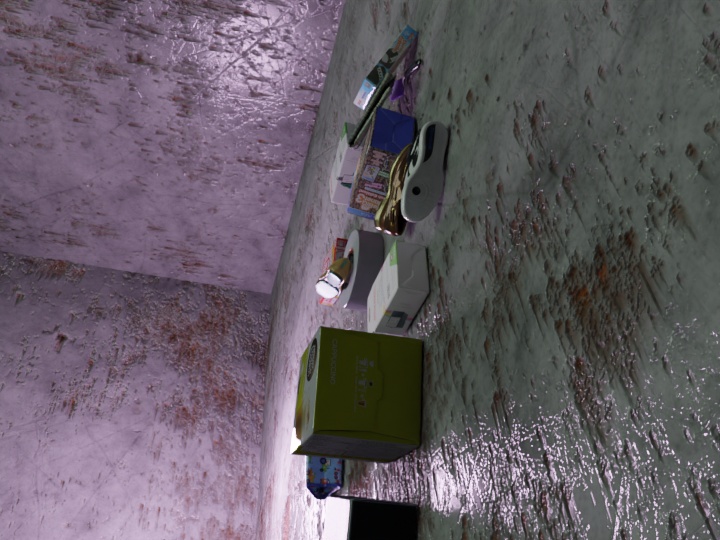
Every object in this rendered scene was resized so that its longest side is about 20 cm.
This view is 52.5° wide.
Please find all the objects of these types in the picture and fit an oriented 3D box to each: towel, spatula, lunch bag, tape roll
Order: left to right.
[{"bbox_3d":[-0.099,0.502,1.892,0.200,0.093,0.151,103,169,-63],"label":"lunch bag"},{"bbox_3d":[0.000,0.000,1.836,0.200,0.066,0.202,-171,90,-78],"label":"tape roll"},{"bbox_3d":[0.033,-0.381,1.778,0.201,0.034,0.193,-60,1,8],"label":"towel"},{"bbox_3d":[0.111,-0.470,1.787,0.200,0.020,0.057,147,134,-73],"label":"spatula"}]

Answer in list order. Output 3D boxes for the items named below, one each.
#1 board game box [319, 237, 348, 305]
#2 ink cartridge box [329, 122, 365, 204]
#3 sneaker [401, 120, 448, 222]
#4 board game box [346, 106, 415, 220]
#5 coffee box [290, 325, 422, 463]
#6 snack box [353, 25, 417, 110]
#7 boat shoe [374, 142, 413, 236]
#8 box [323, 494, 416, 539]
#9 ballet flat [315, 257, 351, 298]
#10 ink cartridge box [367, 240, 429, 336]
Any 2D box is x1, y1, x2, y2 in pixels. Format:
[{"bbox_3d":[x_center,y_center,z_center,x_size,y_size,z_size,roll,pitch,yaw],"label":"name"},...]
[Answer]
[{"bbox_3d":[-0.079,0.007,2.242,0.200,0.046,0.152,127,150,-66],"label":"board game box"},{"bbox_3d":[-0.030,-0.313,2.169,0.146,0.084,0.201,-96,20,-54],"label":"ink cartridge box"},{"bbox_3d":[0.119,-0.182,1.429,0.112,0.073,0.201,149,138,-79],"label":"sneaker"},{"bbox_3d":[0.048,-0.241,1.677,0.201,0.096,0.160,112,171,-45],"label":"board game box"},{"bbox_3d":[-0.009,0.238,1.366,0.198,0.199,0.201,123,153,-61],"label":"coffee box"},{"bbox_3d":[0.062,-0.499,1.800,0.200,0.037,0.116,-55,3,-22],"label":"snack box"},{"bbox_3d":[0.096,-0.167,1.541,0.067,0.072,0.201,30,105,42],"label":"boat shoe"},{"bbox_3d":[0.007,0.501,1.272,0.197,0.123,0.201,137,140,-69],"label":"box"},{"bbox_3d":[-0.062,0.019,1.849,0.063,0.069,0.200,-55,5,-22],"label":"ballet flat"},{"bbox_3d":[0.071,0.049,1.457,0.200,0.067,0.118,116,159,-50],"label":"ink cartridge box"}]
